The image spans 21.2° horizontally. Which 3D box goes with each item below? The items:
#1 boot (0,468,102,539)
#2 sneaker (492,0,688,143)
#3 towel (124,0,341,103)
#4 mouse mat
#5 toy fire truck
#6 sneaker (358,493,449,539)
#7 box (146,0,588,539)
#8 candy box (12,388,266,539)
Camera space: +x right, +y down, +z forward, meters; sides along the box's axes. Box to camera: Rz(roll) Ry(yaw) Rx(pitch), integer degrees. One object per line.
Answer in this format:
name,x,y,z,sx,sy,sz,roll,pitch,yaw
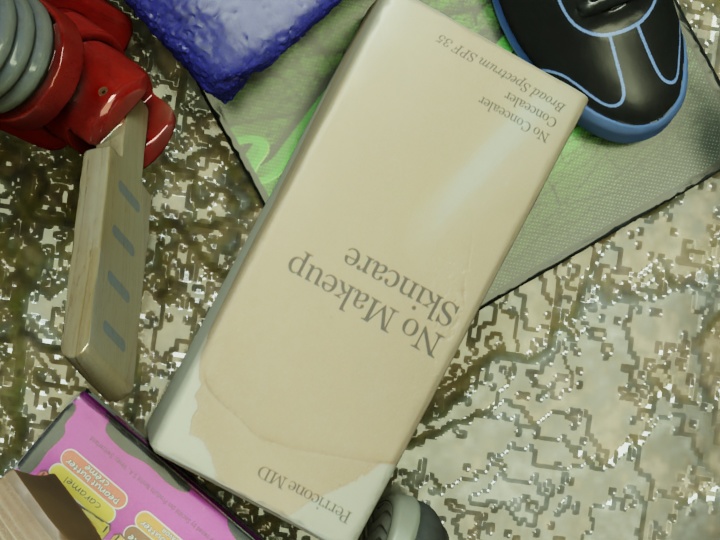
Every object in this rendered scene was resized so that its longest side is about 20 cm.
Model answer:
boot,-0.201,0.090,0.723,0.155,0.077,0.200,-40,73,4
sneaker,0.081,-0.146,0.777,0.070,0.078,0.201,-26,91,-6
towel,-0.064,-0.185,0.752,0.147,0.050,0.200,-39,92,-4
mouse mat,0.047,-0.073,0.815,0.199,0.008,0.162,-30,92,-5
toy fire truck,-0.138,-0.064,0.679,0.200,0.176,0.129,35,96,36
sneaker,0.037,0.192,0.783,0.106,0.075,0.201,7,98,-9
box,0.000,0.000,0.768,0.095,0.078,0.201,27,88,-6
candy box,-0.124,0.167,0.767,0.136,0.061,0.200,41,85,-3
